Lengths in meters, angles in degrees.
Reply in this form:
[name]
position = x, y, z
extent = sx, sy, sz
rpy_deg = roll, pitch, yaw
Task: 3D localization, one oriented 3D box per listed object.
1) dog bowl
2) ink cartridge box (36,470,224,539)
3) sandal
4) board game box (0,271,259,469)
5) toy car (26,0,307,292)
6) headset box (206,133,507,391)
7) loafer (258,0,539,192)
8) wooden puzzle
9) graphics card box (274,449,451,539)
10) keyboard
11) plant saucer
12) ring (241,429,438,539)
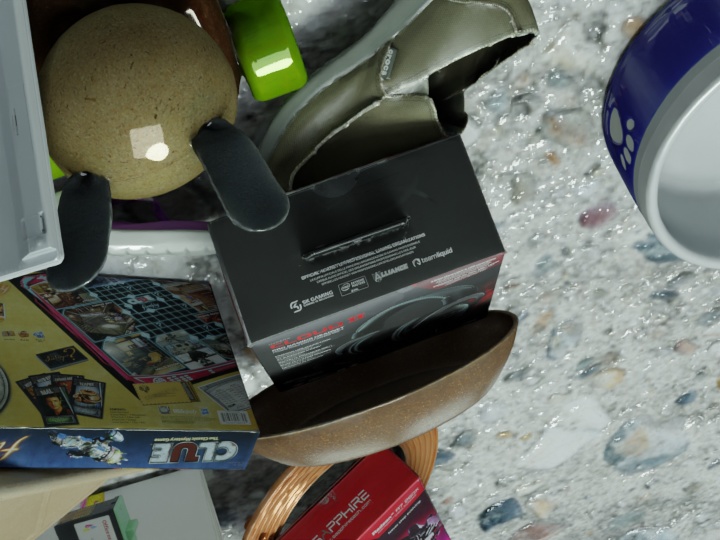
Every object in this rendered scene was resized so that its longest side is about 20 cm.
[dog bowl]
position = 0.258, -0.098, 0.862
extent = 0.199, 0.079, 0.201
rpy_deg = -12, 137, -11
[ink cartridge box]
position = -0.194, 0.242, 1.025
extent = 0.199, 0.084, 0.145
rpy_deg = -15, 138, -7
[sandal]
position = -0.164, -0.033, 0.774
extent = 0.202, 0.082, 0.050
rpy_deg = 1, 91, -24
[board game box]
position = -0.171, 0.056, 0.803
extent = 0.199, 0.136, 0.035
rpy_deg = 5, 128, -25
[toy car]
position = -0.102, -0.072, 0.650
extent = 0.164, 0.200, 0.158
rpy_deg = -20, 138, -1
[headset box]
position = 0.000, 0.000, 0.799
extent = 0.148, 0.078, 0.200
rpy_deg = -20, 168, -3
[loafer]
position = 0.019, -0.094, 0.759
extent = 0.200, 0.070, 0.075
rpy_deg = -45, 163, 23
[wooden puzzle]
position = -0.247, 0.159, 0.816
extent = 0.200, 0.037, 0.185
rpy_deg = -34, 166, 19
[graphics card box]
position = 0.008, 0.226, 1.049
extent = 0.125, 0.051, 0.200
rpy_deg = -43, 148, -13
[keyboard]
position = -0.171, -0.092, 0.609
extent = 0.056, 0.201, 0.011
rpy_deg = -17, 165, 21
[plant saucer]
position = 0.012, 0.079, 0.873
extent = 0.200, 0.200, 0.037
rpy_deg = -21, 97, -1
[ring]
position = -0.018, 0.177, 1.032
extent = 0.200, 0.019, 0.201
rpy_deg = -31, 143, -27
